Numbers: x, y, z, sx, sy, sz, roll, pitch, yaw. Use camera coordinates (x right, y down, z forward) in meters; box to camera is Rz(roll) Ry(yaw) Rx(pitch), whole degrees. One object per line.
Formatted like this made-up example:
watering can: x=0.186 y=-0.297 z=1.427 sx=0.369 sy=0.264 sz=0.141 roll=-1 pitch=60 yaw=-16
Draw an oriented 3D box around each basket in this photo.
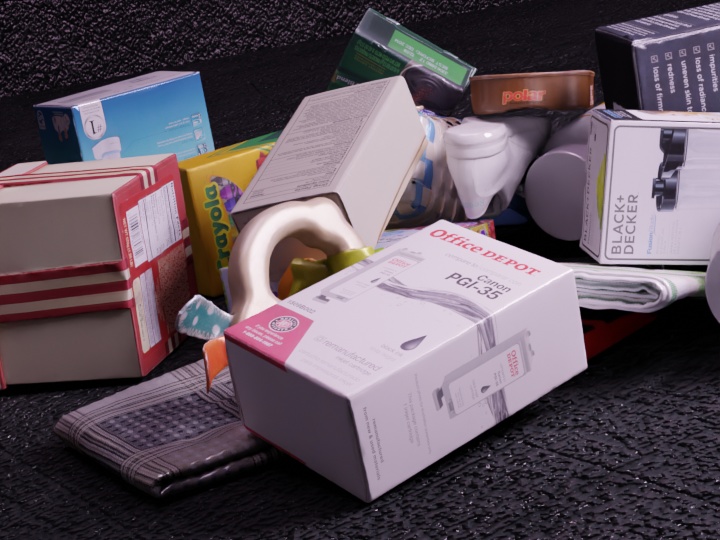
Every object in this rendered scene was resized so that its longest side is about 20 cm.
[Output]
basket: x=0.050 y=-0.075 z=1.685 sx=0.175 sy=0.141 sz=0.200 roll=-4 pitch=-20 yaw=27

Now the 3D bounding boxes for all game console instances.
game console: x=0.102 y=0.050 z=1.368 sx=0.199 sy=0.031 sz=0.176 roll=3 pitch=14 yaw=40

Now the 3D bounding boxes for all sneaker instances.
sneaker: x=0.121 y=-0.092 z=1.600 sx=0.074 sy=0.090 sz=0.200 roll=0 pitch=11 yaw=23

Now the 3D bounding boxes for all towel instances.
towel: x=0.196 y=0.013 z=1.329 sx=0.148 sy=0.031 sz=0.199 roll=6 pitch=3 yaw=31
towel: x=-0.100 y=0.101 z=1.294 sx=0.198 sy=0.035 sz=0.192 roll=-17 pitch=16 yaw=-26

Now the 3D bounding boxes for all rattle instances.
rattle: x=-0.086 y=0.036 z=1.323 sx=0.142 sy=0.131 sz=0.200 roll=-4 pitch=31 yaw=46

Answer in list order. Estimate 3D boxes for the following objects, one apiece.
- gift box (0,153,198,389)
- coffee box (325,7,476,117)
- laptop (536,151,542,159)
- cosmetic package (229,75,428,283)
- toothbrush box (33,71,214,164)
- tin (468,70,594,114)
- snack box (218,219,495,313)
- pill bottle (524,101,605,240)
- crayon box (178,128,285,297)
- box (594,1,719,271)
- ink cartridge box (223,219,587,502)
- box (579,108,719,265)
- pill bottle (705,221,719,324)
gift box: x=-0.260 y=-0.005 z=1.517 sx=0.185 sy=0.187 sz=0.200 roll=-4 pitch=9 yaw=16
coffee box: x=0.022 y=-0.151 z=1.744 sx=0.122 sy=0.200 sz=0.044 roll=29 pitch=50 yaw=-1
laptop: x=0.117 y=-0.096 z=1.941 sx=0.199 sy=0.104 sz=0.177 roll=-38 pitch=17 yaw=-4
cosmetic package: x=-0.022 y=-0.079 z=1.498 sx=0.103 sy=0.074 sz=0.201 roll=-10 pitch=30 yaw=26
toothbrush box: x=-0.216 y=-0.080 z=1.733 sx=0.145 sy=0.202 sz=0.085 roll=-21 pitch=17 yaw=-33
tin: x=0.159 y=-0.164 z=1.652 sx=0.111 sy=0.042 sz=0.200 roll=2 pitch=6 yaw=10
snack box: x=0.000 y=0.000 z=1.528 sx=0.198 sy=0.054 sz=0.142 roll=-6 pitch=10 yaw=33
pill bottle: x=0.232 y=-0.096 z=1.649 sx=0.110 sy=0.112 sz=0.200 roll=0 pitch=18 yaw=35
crayon box: x=-0.108 y=-0.055 z=1.713 sx=0.199 sy=0.128 sz=0.051 roll=-21 pitch=17 yaw=-31
box: x=0.316 y=-0.120 z=1.500 sx=0.194 sy=0.202 sz=0.124 roll=-12 pitch=15 yaw=-5
ink cartridge box: x=0.031 y=0.053 z=1.198 sx=0.199 sy=0.084 sz=0.146 roll=-28 pitch=31 yaw=-30
box: x=0.279 y=-0.064 z=1.413 sx=0.198 sy=0.118 sz=0.060 roll=2 pitch=14 yaw=-8
pill bottle: x=0.316 y=-0.016 z=1.284 sx=0.111 sy=0.113 sz=0.200 roll=-2 pitch=17 yaw=29
